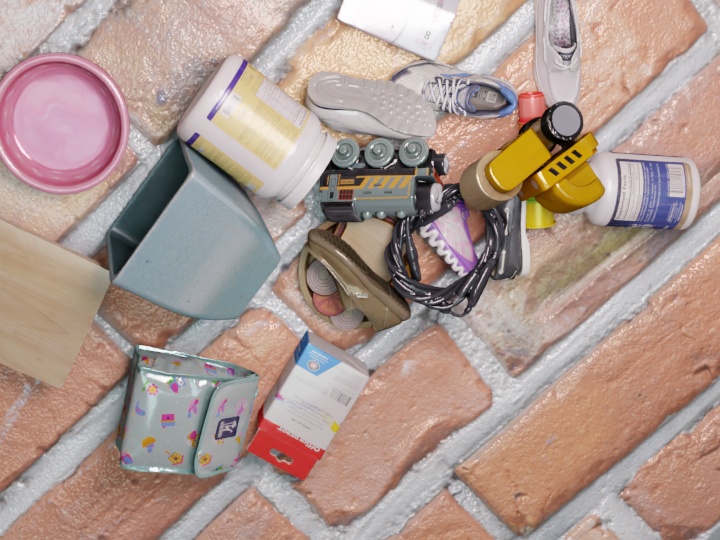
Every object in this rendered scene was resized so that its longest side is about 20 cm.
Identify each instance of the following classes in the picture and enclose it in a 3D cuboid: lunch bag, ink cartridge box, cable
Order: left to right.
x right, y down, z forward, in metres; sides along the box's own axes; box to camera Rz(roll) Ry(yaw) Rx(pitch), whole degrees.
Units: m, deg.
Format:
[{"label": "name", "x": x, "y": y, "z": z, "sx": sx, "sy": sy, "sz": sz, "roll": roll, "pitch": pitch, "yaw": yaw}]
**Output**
[{"label": "lunch bag", "x": -0.263, "y": 0.221, "z": 1.802, "sx": 0.197, "sy": 0.122, "sz": 0.173, "roll": 11, "pitch": 103, "yaw": -18}, {"label": "ink cartridge box", "x": -0.085, "y": 0.213, "z": 1.845, "sx": 0.115, "sy": 0.067, "sz": 0.201, "roll": 30, "pitch": 101, "yaw": -13}, {"label": "ink cartridge box", "x": 0.073, "y": -0.425, "z": 1.687, "sx": 0.161, "sy": 0.057, "sz": 0.202, "roll": 21, "pitch": 107, "yaw": -10}, {"label": "cable", "x": 0.128, "y": -0.043, "z": 1.731, "sx": 0.161, "sy": 0.051, "sz": 0.202, "roll": 25, "pitch": 92, "yaw": 0}]

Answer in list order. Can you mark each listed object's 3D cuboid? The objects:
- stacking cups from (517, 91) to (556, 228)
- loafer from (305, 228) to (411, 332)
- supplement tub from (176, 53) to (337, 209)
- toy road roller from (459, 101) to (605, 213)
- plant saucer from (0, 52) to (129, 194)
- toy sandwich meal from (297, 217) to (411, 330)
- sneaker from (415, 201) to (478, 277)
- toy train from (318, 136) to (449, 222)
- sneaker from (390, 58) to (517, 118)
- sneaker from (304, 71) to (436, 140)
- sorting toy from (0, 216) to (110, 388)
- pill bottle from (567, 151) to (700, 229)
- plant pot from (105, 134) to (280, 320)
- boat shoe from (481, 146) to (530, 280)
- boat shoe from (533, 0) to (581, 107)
[{"label": "stacking cups", "x": 0.263, "y": -0.168, "z": 1.782, "sx": 0.059, "sy": 0.061, "sz": 0.203, "roll": -6, "pitch": 103, "yaw": -4}, {"label": "loafer", "x": -0.012, "y": 0.020, "z": 1.727, "sx": 0.200, "sy": 0.076, "sz": 0.067, "roll": 42, "pitch": 102, "yaw": -11}, {"label": "supplement tub", "x": -0.147, "y": -0.196, "z": 1.680, "sx": 0.199, "sy": 0.146, "sz": 0.146, "roll": 36, "pitch": 100, "yaw": -15}, {"label": "toy road roller", "x": 0.254, "y": -0.131, "z": 1.662, "sx": 0.199, "sy": 0.123, "sz": 0.147, "roll": -36, "pitch": 92, "yaw": -15}, {"label": "plant saucer", "x": -0.431, "y": -0.213, "z": 1.694, "sx": 0.197, "sy": 0.051, "sz": 0.204, "roll": -1, "pitch": 107, "yaw": -5}, {"label": "toy sandwich meal", "x": 0.000, "y": 0.000, "z": 1.791, "sx": 0.202, "sy": 0.070, "sz": 0.208, "roll": -2, "pitch": 106, "yaw": -6}, {"label": "sneaker", "x": 0.139, "y": -0.063, "z": 1.788, "sx": 0.088, "sy": 0.080, "sz": 0.200, "roll": -42, "pitch": 105, "yaw": -1}, {"label": "toy train", "x": 0.031, "y": -0.127, "z": 1.700, "sx": 0.197, "sy": 0.085, "sz": 0.116, "roll": 1, "pitch": 71, "yaw": 18}, {"label": "sneaker", "x": 0.141, "y": -0.263, "z": 1.723, "sx": 0.197, "sy": 0.085, "sz": 0.078, "roll": 4, "pitch": 106, "yaw": -7}, {"label": "sneaker", "x": 0.015, "y": -0.229, "z": 1.714, "sx": 0.197, "sy": 0.081, "sz": 0.077, "roll": 19, "pitch": 60, "yaw": 1}, {"label": "sorting toy", "x": -0.493, "y": 0.040, "z": 1.750, "sx": 0.198, "sy": 0.070, "sz": 0.201, "roll": 26, "pitch": 102, "yaw": -12}, {"label": "pill bottle", "x": 0.402, "y": -0.121, "z": 1.778, "sx": 0.197, "sy": 0.111, "sz": 0.113, "roll": 3, "pitch": 106, "yaw": -7}, {"label": "plant pot", "x": -0.230, "y": -0.042, "z": 1.700, "sx": 0.199, "sy": 0.196, "sz": 0.197, "roll": 35, "pitch": 100, "yaw": -25}, {"label": "boat shoe", "x": 0.214, "y": -0.084, "z": 1.777, "sx": 0.059, "sy": 0.076, "sz": 0.203, "roll": -11, "pitch": 97, "yaw": -16}, {"label": "boat shoe", "x": 0.296, "y": -0.328, "z": 1.728, "sx": 0.071, "sy": 0.069, "sz": 0.203, "roll": -4, "pitch": 109, "yaw": -5}]
